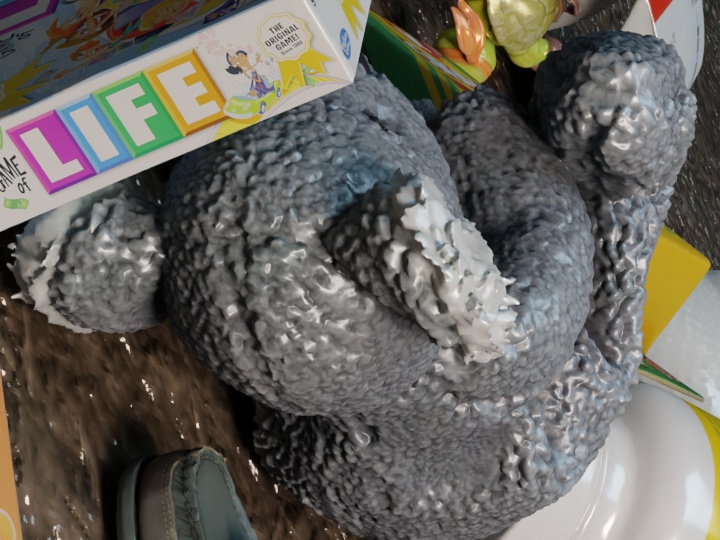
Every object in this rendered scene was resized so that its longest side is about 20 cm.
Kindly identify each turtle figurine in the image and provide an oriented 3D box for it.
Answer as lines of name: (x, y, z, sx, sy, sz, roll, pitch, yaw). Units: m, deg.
turtle figurine: (0.069, -0.148, 1.166, 0.200, 0.064, 0.162, 43, 67, -38)

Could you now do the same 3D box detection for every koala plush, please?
koala plush: (0.000, 0.000, 0.801, 0.200, 0.176, 0.185, 11, 83, -70)

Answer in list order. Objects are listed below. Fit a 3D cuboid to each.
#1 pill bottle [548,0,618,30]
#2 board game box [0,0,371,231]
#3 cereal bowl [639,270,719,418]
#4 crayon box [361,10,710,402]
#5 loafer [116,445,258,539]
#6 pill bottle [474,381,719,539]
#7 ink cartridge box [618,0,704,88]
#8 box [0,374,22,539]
pill bottle: (0.071, -0.229, 1.277, 0.201, 0.113, 0.114, 58, 22, -26)
board game box: (-0.056, -0.097, 0.793, 0.034, 0.134, 0.200, 57, 23, -27)
cereal bowl: (0.164, 0.061, 1.195, 0.200, 0.083, 0.200, 51, 9, -11)
crayon box: (0.056, -0.032, 0.988, 0.200, 0.051, 0.127, 40, 8, 24)
loafer: (-0.017, 0.144, 0.756, 0.072, 0.063, 0.201, 16, 56, -65)
pill bottle: (0.116, 0.108, 0.961, 0.199, 0.111, 0.112, 28, 41, -32)
ink cartridge box: (0.162, -0.121, 1.307, 0.047, 0.201, 0.160, 31, 22, 5)
box: (-0.138, 0.051, 0.492, 0.124, 0.097, 0.201, 34, 39, -57)
